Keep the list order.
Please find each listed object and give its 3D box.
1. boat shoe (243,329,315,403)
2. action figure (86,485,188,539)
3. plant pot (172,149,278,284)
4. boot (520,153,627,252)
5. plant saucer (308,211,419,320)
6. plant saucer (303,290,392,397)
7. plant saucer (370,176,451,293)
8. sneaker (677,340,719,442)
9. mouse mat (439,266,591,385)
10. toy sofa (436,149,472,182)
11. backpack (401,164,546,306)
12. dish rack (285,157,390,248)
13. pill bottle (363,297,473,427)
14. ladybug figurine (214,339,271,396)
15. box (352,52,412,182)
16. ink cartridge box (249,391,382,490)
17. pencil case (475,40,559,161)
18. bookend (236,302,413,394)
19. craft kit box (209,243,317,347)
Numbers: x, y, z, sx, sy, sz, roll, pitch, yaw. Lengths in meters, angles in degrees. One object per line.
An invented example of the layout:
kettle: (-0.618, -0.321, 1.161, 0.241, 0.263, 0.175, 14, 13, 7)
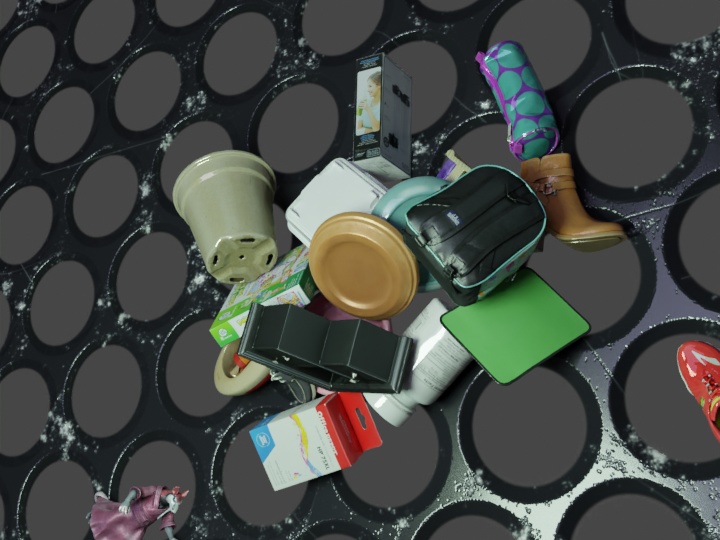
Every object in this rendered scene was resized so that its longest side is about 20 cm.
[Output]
boat shoe: (-0.140, 0.157, 1.689, 0.063, 0.201, 0.072, -39, 31, -26)
action figure: (-0.404, 0.458, 1.855, 0.199, 0.135, 0.149, -31, 18, 5)
plant pot: (-0.234, -0.085, 1.820, 0.200, 0.200, 0.185, -34, 49, 17)
boot: (0.337, -0.110, 1.596, 0.198, 0.076, 0.157, -3, 73, 40)
plant saucer: (0.000, 0.000, 1.638, 0.198, 0.038, 0.202, 12, 123, 19)
plant saucer: (-0.027, 0.125, 1.743, 0.199, 0.051, 0.203, -10, 69, 27)
plant saucer: (0.108, -0.055, 1.648, 0.201, 0.199, 0.027, -52, 18, 6)
sneaker: (0.509, 0.180, 1.390, 0.077, 0.085, 0.201, -33, 61, 17)
mouse mat: (0.243, 0.083, 1.551, 0.199, 0.008, 0.161, -28, 57, -23)
toy sofa: (0.119, -0.110, 1.712, 0.098, 0.083, 0.201, 43, 98, 31)
backpack: (0.185, -0.059, 1.549, 0.199, 0.154, 0.176, -38, 69, -9)
dish rack: (-0.040, -0.108, 1.734, 0.172, 0.044, 0.200, -47, 47, -1)
pill bottle: (0.100, 0.154, 1.621, 0.200, 0.114, 0.114, -49, 58, 8)
ladybug figurine: (-0.188, 0.151, 1.806, 0.200, 0.072, 0.136, -46, 42, 19)
box: (0.042, -0.275, 1.790, 0.060, 0.116, 0.203, -7, 73, 30)
ink cartridge box: (-0.076, 0.286, 1.687, 0.198, 0.067, 0.117, -23, 93, 23)
pencil case: (0.267, -0.289, 1.676, 0.091, 0.085, 0.202, -8, 62, -18)
bookend: (-0.057, 0.122, 1.573, 0.199, 0.198, 0.093, -7, 62, 53)
craft kit box: (-0.160, 0.035, 1.782, 0.196, 0.049, 0.200, -30, 19, 21)
